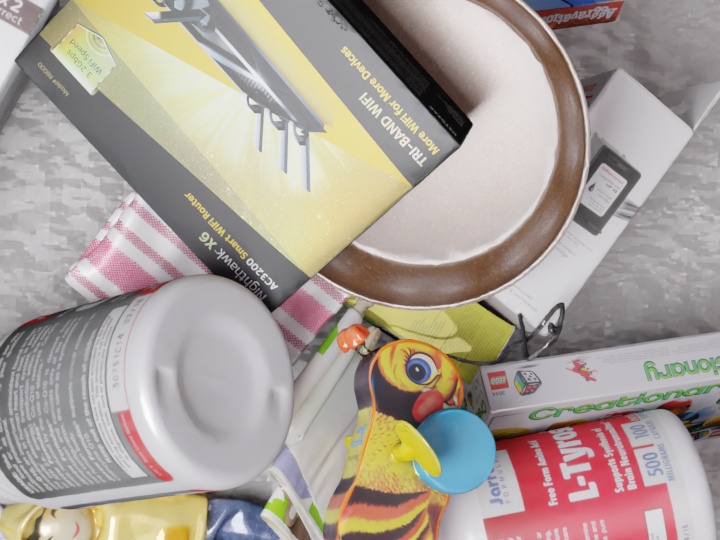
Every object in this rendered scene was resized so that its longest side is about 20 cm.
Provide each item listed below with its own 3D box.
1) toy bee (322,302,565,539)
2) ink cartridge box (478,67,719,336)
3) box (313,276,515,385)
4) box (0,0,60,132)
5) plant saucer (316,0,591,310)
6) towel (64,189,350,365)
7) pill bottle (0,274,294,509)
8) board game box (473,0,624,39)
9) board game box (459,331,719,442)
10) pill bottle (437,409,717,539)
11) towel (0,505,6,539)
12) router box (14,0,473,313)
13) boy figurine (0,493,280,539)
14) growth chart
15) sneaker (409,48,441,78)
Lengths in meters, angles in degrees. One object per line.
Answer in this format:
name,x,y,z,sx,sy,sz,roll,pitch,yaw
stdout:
toy bee,0.021,0.086,0.819,0.108,0.131,0.200,32,52,-7
ink cartridge box,0.138,-0.060,0.930,0.067,0.116,0.200,37,85,-9
box,0.000,0.000,0.927,0.200,0.075,0.050,35,86,-9
box,-0.306,-0.121,0.833,0.198,0.131,0.201,29,87,-10
plant saucer,0.031,-0.076,0.810,0.199,0.034,0.201,4,110,11
towel,-0.062,-0.026,0.862,0.146,0.030,0.200,39,88,-10
pill bottle,-0.143,0.074,0.808,0.114,0.200,0.114,17,67,-46
board game box,0.067,-0.216,0.881,0.103,0.019,0.200,-13,52,-27
board game box,0.164,0.087,0.937,0.199,0.126,0.035,-8,64,-10
pill bottle,0.108,0.158,0.885,0.199,0.112,0.113,-11,95,-3
towel,-0.288,0.191,0.906,0.147,0.024,0.200,-33,98,-9
router box,-0.063,-0.097,0.779,0.157,0.052,0.200,-41,96,23
boy figurine,-0.128,0.168,0.916,0.199,0.064,0.125,16,92,-14
growth chart,-0.013,0.128,0.888,0.145,0.018,0.201,-48,140,-34
sneaker,0.051,-0.174,0.892,0.077,0.078,0.200,41,43,1
